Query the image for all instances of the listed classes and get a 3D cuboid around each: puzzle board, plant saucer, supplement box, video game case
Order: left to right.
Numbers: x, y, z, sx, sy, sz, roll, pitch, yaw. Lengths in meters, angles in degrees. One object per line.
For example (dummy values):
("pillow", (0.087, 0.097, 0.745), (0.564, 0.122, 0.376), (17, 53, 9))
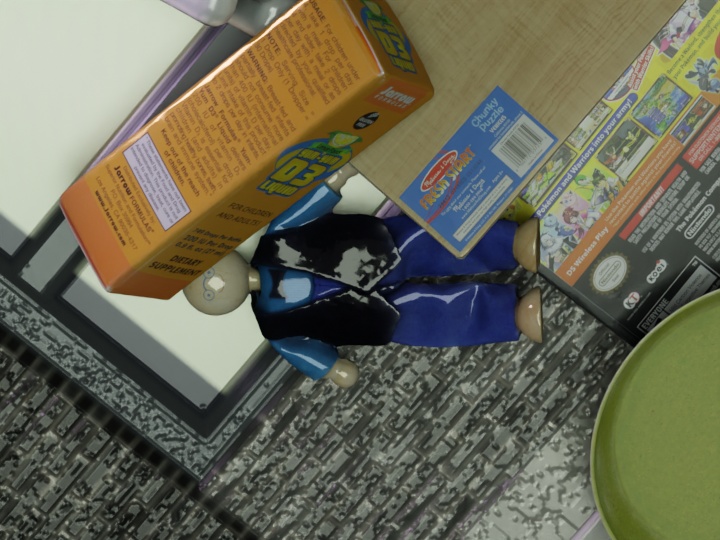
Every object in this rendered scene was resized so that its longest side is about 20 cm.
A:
("supplement box", (-0.061, -0.066, 1.289), (0.200, 0.066, 0.069), (-39, 68, 20))
("puzzle board", (0.064, -0.129, 1.317), (0.151, 0.017, 0.200), (41, 92, 9))
("video game case", (0.163, -0.075, 1.359), (0.180, 0.026, 0.200), (37, 99, -11))
("plant saucer", (0.223, 0.094, 1.386), (0.199, 0.031, 0.201), (-3, 109, -9))

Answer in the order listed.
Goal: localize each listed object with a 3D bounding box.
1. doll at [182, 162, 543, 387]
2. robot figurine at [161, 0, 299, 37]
("doll", (0.000, 0.000, 1.346), (0.199, 0.048, 0.137), (-2, 105, 6))
("robot figurine", (-0.043, -0.223, 1.266), (0.169, 0.113, 0.201), (12, 104, -47))
